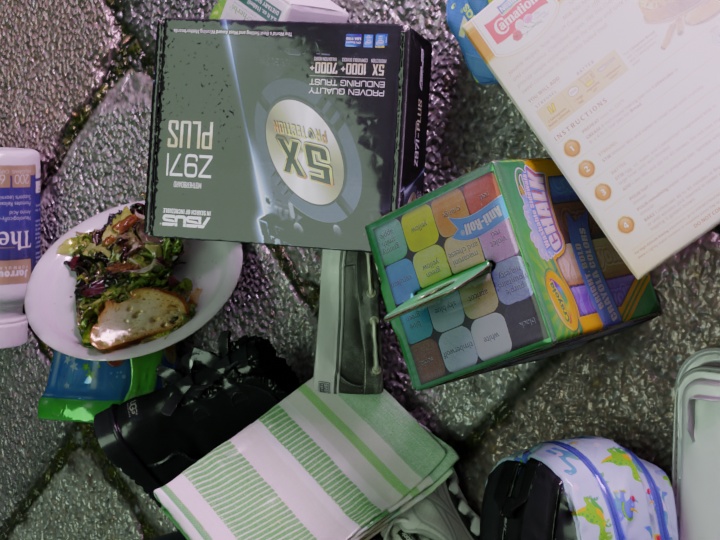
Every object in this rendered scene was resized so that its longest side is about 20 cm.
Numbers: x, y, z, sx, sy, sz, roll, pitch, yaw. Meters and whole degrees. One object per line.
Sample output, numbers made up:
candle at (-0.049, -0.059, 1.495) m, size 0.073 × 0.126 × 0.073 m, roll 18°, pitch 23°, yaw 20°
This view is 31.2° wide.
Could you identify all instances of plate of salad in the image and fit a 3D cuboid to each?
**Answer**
plate of salad at (-0.202, -0.003, 1.136) m, size 0.199 × 0.200 × 0.048 m, roll 27°, pitch 147°, yaw 34°

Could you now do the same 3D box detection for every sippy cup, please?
sippy cup at (-0.228, 0.076, 1.203) m, size 0.176 × 0.139 × 0.132 m, roll 1°, pitch 84°, yaw 29°

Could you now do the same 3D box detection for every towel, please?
towel at (-0.043, 0.161, 0.996) m, size 0.152 × 0.199 × 0.024 m, roll 39°, pitch 154°, yaw 36°

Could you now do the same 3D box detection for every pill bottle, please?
pill bottle at (-0.385, -0.025, 1.327) m, size 0.110 × 0.110 × 0.203 m, roll 7°, pitch 99°, yaw 39°

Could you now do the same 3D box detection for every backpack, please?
backpack at (0.149, 0.216, 0.892) m, size 0.163 × 0.152 × 0.202 m, roll -5°, pitch 103°, yaw 68°

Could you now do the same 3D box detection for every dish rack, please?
dish rack at (0.275, 0.158, 0.843) m, size 0.170 × 0.043 × 0.203 m, roll 5°, pitch 98°, yaw 39°

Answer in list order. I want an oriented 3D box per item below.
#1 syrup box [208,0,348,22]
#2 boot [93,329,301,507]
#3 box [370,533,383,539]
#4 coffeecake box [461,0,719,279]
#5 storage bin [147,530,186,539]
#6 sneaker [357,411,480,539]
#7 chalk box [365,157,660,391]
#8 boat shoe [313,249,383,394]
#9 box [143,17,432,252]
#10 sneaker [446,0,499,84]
syrup box at (-0.095, -0.148, 1.095) m, size 0.079 × 0.081 × 0.202 m, roll 39°, pitch 116°, yaw 30°
boot at (-0.120, 0.141, 1.126) m, size 0.161 × 0.199 × 0.074 m, roll -26°, pitch 50°, yaw 8°
box at (-0.001, 0.311, 1.046) m, size 0.148 × 0.104 × 0.201 m, roll -44°, pitch 67°, yaw 33°
coffeecake box at (0.187, -0.123, 0.826) m, size 0.153 × 0.073 × 0.201 m, roll -37°, pitch 83°, yaw 23°
storage bin at (-0.207, 0.360, 1.210) m, size 0.134 × 0.144 × 0.202 m, roll -24°, pitch 79°, yaw 48°
sneaker at (0.042, 0.187, 1.016) m, size 0.200 × 0.081 × 0.075 m, roll 50°, pitch 124°, yaw 26°
chalk box at (0.092, 0.001, 0.876) m, size 0.124 × 0.199 × 0.125 m, roll -23°, pitch 80°, yaw 38°
boat shoe at (0.000, 0.000, 1.045) m, size 0.063 × 0.071 × 0.203 m, roll 4°, pitch 83°, yaw 1°
box at (-0.054, -0.100, 0.974) m, size 0.197 × 0.086 × 0.166 m, roll 5°, pitch 92°, yaw 15°
sneaker at (0.100, -0.225, 0.930) m, size 0.104 × 0.075 × 0.203 m, roll -1°, pitch 94°, yaw 40°
